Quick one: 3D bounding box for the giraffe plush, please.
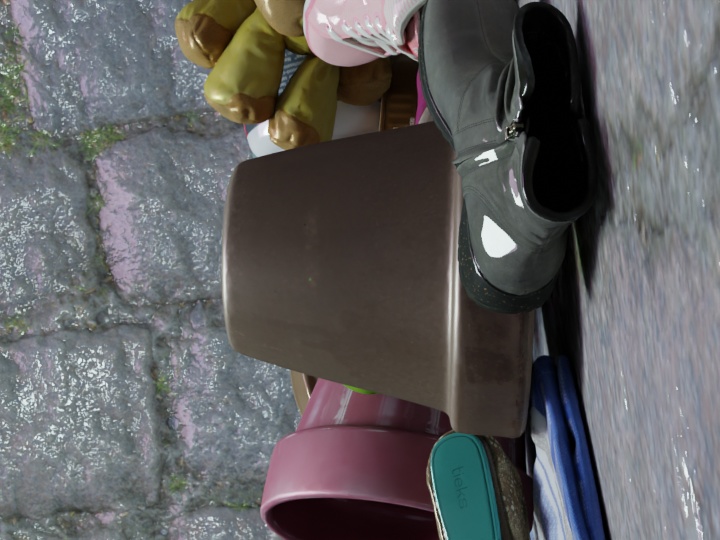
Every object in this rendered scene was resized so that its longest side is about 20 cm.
[{"bbox_3d":[-0.033,-0.207,1.119,0.200,0.172,0.162,-61,6,-16],"label":"giraffe plush"}]

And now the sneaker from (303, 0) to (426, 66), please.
[{"bbox_3d":[0.023,-0.164,0.966,0.200,0.075,0.105,-36,47,50],"label":"sneaker"}]

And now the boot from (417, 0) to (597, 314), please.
[{"bbox_3d":[0.078,-0.089,0.716,0.131,0.068,0.200,105,160,-62],"label":"boot"}]

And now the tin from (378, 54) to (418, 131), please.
[{"bbox_3d":[0.051,-0.090,1.240,0.112,0.042,0.201,11,-97,-70],"label":"tin"}]

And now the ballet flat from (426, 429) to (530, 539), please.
[{"bbox_3d":[0.084,0.194,0.895,0.065,0.070,0.201,31,-130,-55],"label":"ballet flat"}]

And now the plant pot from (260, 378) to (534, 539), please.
[{"bbox_3d":[0.041,0.116,1.096,0.200,0.199,0.179,83,-162,-64],"label":"plant pot"}]

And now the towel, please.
[{"bbox_3d":[0.115,0.160,0.840,0.200,0.024,0.147,84,180,-49],"label":"towel"}]

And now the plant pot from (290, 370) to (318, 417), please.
[{"bbox_3d":[0.050,0.083,1.254,0.093,0.200,0.201,-45,42,48],"label":"plant pot"}]

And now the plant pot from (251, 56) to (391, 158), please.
[{"bbox_3d":[0.012,-0.144,1.402,0.161,0.200,0.201,134,134,-64],"label":"plant pot"}]

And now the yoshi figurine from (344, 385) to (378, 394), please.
[{"bbox_3d":[-0.005,0.013,1.038,0.112,0.112,0.200,38,-159,-27],"label":"yoshi figurine"}]

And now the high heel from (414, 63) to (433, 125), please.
[{"bbox_3d":[0.067,-0.117,1.033,0.096,0.067,0.201,129,151,-77],"label":"high heel"}]

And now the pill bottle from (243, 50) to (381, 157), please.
[{"bbox_3d":[-0.045,-0.152,1.253,0.120,0.119,0.201,79,177,-81],"label":"pill bottle"}]

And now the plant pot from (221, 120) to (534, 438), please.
[{"bbox_3d":[0.012,-0.003,0.863,0.200,0.174,0.201,1,-90,-87],"label":"plant pot"}]
